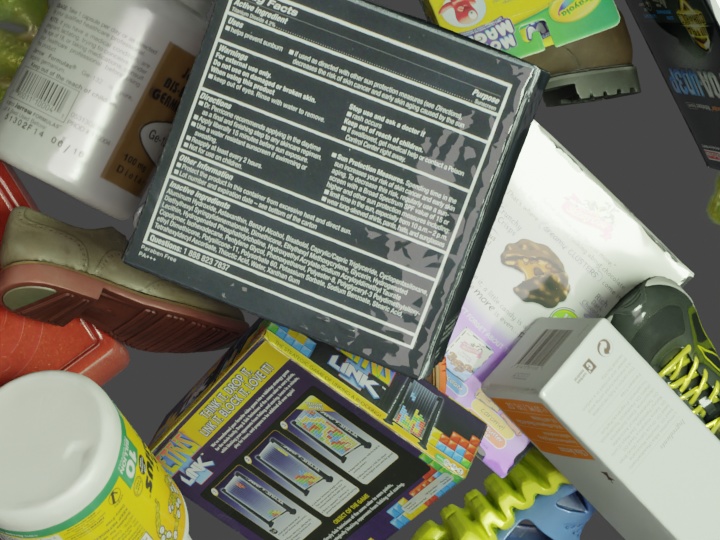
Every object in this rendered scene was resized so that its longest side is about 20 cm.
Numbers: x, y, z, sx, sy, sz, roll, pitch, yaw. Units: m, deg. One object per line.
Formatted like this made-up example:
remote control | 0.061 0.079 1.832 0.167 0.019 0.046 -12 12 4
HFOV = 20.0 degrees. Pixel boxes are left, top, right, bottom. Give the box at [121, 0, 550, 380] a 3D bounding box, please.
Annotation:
box | -0.010 -0.066 1.248 0.200 0.123 0.199 22 98 6

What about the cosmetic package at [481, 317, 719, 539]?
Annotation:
cosmetic package | 0.185 0.124 1.373 0.200 0.101 0.071 45 75 -13

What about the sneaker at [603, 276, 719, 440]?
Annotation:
sneaker | 0.230 0.077 1.409 0.074 0.085 0.200 -43 138 -3

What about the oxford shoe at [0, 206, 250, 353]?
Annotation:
oxford shoe | -0.156 0.006 1.398 0.200 0.070 0.075 20 55 -40

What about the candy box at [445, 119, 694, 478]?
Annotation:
candy box | 0.104 0.014 1.440 0.168 0.072 0.200 43 93 -9

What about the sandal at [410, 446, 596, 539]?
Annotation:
sandal | 0.130 0.177 1.469 0.200 0.080 0.087 -38 110 6

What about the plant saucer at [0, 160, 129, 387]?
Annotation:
plant saucer | -0.269 0.029 1.374 0.200 0.037 0.200 -38 101 -33

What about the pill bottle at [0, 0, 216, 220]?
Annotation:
pill bottle | -0.161 -0.145 1.370 0.114 0.114 0.200 27 88 -8

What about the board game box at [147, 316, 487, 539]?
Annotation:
board game box | -0.035 0.119 1.392 0.165 0.057 0.200 37 138 -8

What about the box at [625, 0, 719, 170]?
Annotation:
box | 0.246 -0.140 1.366 0.046 0.200 0.159 -29 100 -3

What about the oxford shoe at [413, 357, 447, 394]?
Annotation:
oxford shoe | 0.000 0.000 1.356 0.072 0.071 0.200 -24 98 -6

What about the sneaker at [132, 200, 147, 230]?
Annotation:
sneaker | -0.093 -0.079 1.349 0.071 0.112 0.200 24 131 20

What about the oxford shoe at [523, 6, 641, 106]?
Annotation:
oxford shoe | 0.099 -0.153 1.403 0.200 0.073 0.085 -8 93 -31

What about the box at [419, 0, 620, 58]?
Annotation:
box | 0.090 -0.211 1.358 0.117 0.200 0.048 -18 143 -2

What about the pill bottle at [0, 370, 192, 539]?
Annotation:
pill bottle | -0.182 0.161 1.372 0.113 0.113 0.200 -28 143 -1
